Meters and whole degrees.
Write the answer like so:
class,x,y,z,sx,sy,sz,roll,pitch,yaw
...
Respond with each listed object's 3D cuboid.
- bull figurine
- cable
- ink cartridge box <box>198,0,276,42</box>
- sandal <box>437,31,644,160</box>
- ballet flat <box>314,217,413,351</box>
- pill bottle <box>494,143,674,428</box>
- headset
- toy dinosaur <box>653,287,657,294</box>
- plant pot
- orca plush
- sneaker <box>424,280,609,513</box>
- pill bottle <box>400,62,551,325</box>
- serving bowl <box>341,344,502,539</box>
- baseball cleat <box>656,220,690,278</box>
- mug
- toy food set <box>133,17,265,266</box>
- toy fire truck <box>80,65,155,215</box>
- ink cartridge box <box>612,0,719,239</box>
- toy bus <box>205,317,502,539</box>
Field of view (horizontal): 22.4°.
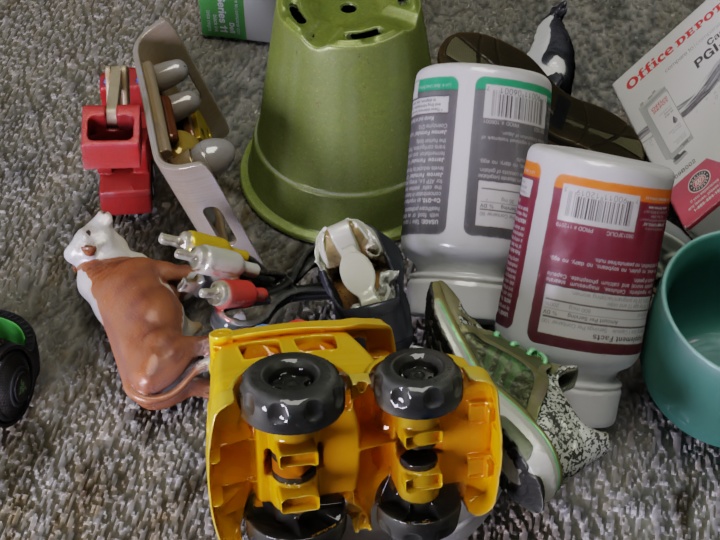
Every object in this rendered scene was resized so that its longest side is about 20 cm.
class,x,y,z,sx,sy,sz,roll,pitch,yaw
bull figurine,-0.164,0.031,1.466,0.121,0.065,0.200,-9,50,-18
cable,-0.066,0.008,1.448,0.200,0.050,0.097,-3,45,-41
ink cartridge box,-0.045,-0.291,1.780,0.199,0.083,0.147,8,45,9
sandal,0.150,-0.133,1.569,0.200,0.055,0.082,28,47,-4
ballet flat,0.000,0.000,1.416,0.073,0.073,0.200,-7,31,-6
pill bottle,0.165,0.011,1.380,0.114,0.201,0.114,10,8,-1
headset,-0.313,0.103,1.409,0.123,0.094,0.200,-5,29,0
toy dinosaur,0.185,-0.016,1.461,0.101,0.058,0.200,-20,68,13
plant pot,-0.008,-0.157,1.569,0.199,0.190,0.200,0,44,0
orca plush,0.167,-0.153,1.673,0.105,0.071,0.200,-32,27,33
sneaker,0.111,0.082,1.320,0.088,0.077,0.200,-19,55,-19
pill bottle,0.091,-0.059,1.461,0.113,0.113,0.201,5,86,6
serving bowl,0.011,0.146,1.350,0.199,0.066,0.200,0,44,0
baseball cleat,0.193,-0.056,1.552,0.199,0.070,0.107,14,47,13
mug,0.283,0.071,1.384,0.152,0.115,0.185,27,52,15
toy food set,-0.128,-0.103,1.540,0.060,0.144,0.200,-22,45,6
toy fire truck,-0.207,-0.126,1.573,0.049,0.141,0.200,-3,45,-3
ink cartridge box,0.318,-0.128,1.563,0.083,0.146,0.200,29,29,-37
toy bus,-0.015,0.094,1.281,0.199,0.136,0.192,-5,29,-8
